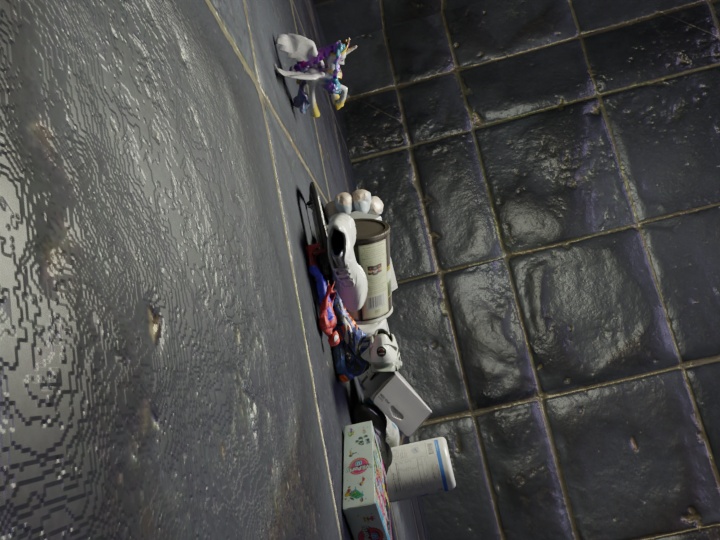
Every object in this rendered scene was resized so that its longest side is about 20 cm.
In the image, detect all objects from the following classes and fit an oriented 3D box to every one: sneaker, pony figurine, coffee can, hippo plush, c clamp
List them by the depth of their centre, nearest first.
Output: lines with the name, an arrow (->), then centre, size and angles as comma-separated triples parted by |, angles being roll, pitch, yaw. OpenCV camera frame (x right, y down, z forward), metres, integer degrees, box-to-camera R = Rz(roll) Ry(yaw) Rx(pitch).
sneaker -> -0.037, -0.010, 1.146 | 0.087, 0.073, 0.205 | -53, 130, -71
sneaker -> 0.053, 0.169, 1.203 | 0.200, 0.072, 0.091 | 86, 1, -81
sneaker -> -0.026, 0.133, 1.216 | 0.075, 0.076, 0.205 | 60, 18, -77
c clamp -> -0.093, -0.088, 1.247 | 0.171, 0.026, 0.206 | 166, -87, -82
sneaker -> 0.028, 0.391, 1.269 | 0.091, 0.074, 0.204 | -69, 143, -64
coffee can -> 0.000, 0.000, 1.295 | 0.147, 0.142, 0.205 | -92, 178, -68
pony figurine -> -0.110, -0.470, 1.350 | 0.202, 0.188, 0.170 | 104, -17, -55
sneaker -> 0.050, 0.411, 1.498 | 0.081, 0.075, 0.204 | -77, 148, -64
hippo plush -> -0.022, -0.110, 1.583 | 0.200, 0.156, 0.164 | -46, -137, 45

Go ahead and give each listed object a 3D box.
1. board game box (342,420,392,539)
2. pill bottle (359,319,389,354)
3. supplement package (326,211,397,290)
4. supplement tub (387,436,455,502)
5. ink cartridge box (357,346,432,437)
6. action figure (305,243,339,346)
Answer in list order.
board game box -> 0.012, 0.408, 1.048 | 0.201, 0.063, 0.151 | -91, 168, -63
pill bottle -> 0.035, 0.215, 1.547 | 0.112, 0.108, 0.204 | -95, 171, -60
supplement package -> -0.002, -0.030, 1.447 | 0.119, 0.120, 0.204 | 18, -50, 52
supplement tub -> 0.140, 0.518, 1.468 | 0.132, 0.195, 0.136 | -13, 90, -85
ink cartridge box -> 0.070, 0.282, 1.351 | 0.147, 0.083, 0.200 | 48, -3, -19
action figure -> -0.070, 0.049, 1.121 | 0.066, 0.050, 0.205 | 79, 2, -75
